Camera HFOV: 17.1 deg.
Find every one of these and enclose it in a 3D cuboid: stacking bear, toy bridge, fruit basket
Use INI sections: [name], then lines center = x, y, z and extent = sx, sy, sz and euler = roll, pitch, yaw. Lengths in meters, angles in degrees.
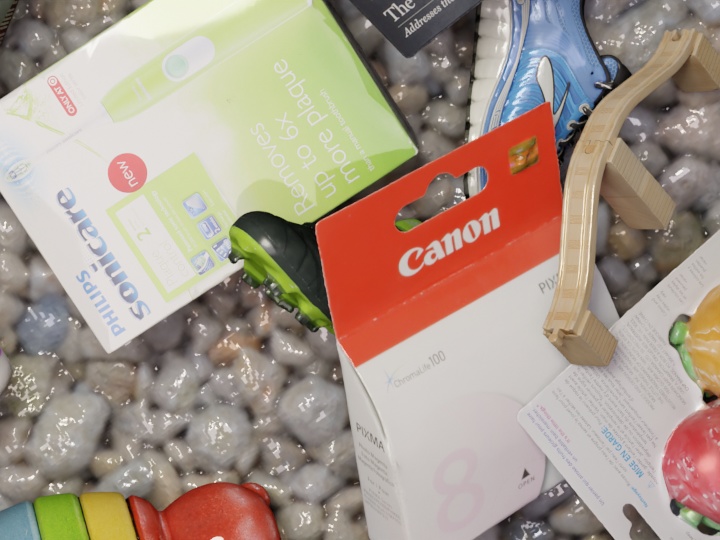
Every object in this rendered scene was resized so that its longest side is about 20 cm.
[stacking bear]
center = -0.138, 0.172, 1.307
extent = 0.199, 0.122, 0.114
euler = -15, 130, -9
[toy bridge]
center = 0.137, -0.046, 1.253
extent = 0.067, 0.027, 0.201
euler = 45, 59, -39
[fruit basket]
center = 0.208, 0.078, 1.283
extent = 0.200, 0.094, 0.185
euler = -41, 104, -2

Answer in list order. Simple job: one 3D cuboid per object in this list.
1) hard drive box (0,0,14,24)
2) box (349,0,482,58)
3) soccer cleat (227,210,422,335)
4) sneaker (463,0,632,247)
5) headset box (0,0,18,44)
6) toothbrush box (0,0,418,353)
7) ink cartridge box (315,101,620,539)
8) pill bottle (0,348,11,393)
[hard drive box]
center = -0.239, -0.185, 1.202
extent = 0.155, 0.077, 0.201
euler = 30, 97, -3
[box]
center = 0.039, -0.241, 1.165
extent = 0.182, 0.104, 0.200
euler = 44, 122, -15
[soccer cleat]
center = 0.000, 0.000, 1.259
extent = 0.067, 0.200, 0.081
euler = 35, 90, 37
[sneaker]
center = 0.101, -0.087, 1.286
extent = 0.089, 0.079, 0.201
euler = 6, 97, 2
[headset box]
center = -0.256, -0.170, 1.281
extent = 0.148, 0.075, 0.201
euler = 23, 97, -2
[toothbrush box]
center = -0.089, -0.073, 1.287
extent = 0.200, 0.086, 0.146
euler = -32, 96, 6
[ink cartridge box]
center = 0.064, 0.037, 1.242
extent = 0.162, 0.057, 0.201
euler = -29, 131, -28
[pill bottle]
center = -0.282, 0.005, 1.278
extent = 0.104, 0.104, 0.200
euler = -33, 102, 4
